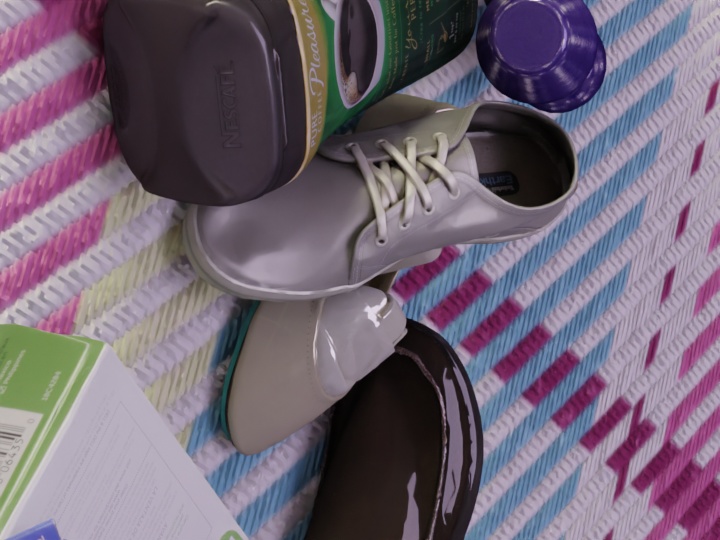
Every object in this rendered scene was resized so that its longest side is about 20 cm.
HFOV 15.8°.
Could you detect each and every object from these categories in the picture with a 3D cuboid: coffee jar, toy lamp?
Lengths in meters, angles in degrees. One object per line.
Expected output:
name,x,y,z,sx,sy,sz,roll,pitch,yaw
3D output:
coffee jar,-0.028,-0.106,1.104,0.200,0.085,0.105,-40,131,-51
toy lamp,0.088,-0.105,1.223,0.200,0.058,0.059,-18,112,-81

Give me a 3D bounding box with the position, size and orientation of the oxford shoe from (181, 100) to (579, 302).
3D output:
oxford shoe,0.014,-0.036,1.146,0.199,0.058,0.076,-12,75,-27

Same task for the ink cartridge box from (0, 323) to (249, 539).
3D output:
ink cartridge box,-0.104,0.124,1.040,0.104,0.059,0.200,-63,143,-29

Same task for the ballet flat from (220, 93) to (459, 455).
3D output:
ballet flat,0.000,0.000,1.191,0.070,0.069,0.201,58,47,-46

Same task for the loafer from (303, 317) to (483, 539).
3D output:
loafer,0.010,0.123,1.221,0.071,0.073,0.202,-9,103,-61

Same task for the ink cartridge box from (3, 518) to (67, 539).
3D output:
ink cartridge box,-0.137,0.179,0.952,0.119,0.042,0.201,-23,127,-8

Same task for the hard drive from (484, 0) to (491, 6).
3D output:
hard drive,0.136,-0.204,1.284,0.200,0.042,0.135,-37,164,-2
